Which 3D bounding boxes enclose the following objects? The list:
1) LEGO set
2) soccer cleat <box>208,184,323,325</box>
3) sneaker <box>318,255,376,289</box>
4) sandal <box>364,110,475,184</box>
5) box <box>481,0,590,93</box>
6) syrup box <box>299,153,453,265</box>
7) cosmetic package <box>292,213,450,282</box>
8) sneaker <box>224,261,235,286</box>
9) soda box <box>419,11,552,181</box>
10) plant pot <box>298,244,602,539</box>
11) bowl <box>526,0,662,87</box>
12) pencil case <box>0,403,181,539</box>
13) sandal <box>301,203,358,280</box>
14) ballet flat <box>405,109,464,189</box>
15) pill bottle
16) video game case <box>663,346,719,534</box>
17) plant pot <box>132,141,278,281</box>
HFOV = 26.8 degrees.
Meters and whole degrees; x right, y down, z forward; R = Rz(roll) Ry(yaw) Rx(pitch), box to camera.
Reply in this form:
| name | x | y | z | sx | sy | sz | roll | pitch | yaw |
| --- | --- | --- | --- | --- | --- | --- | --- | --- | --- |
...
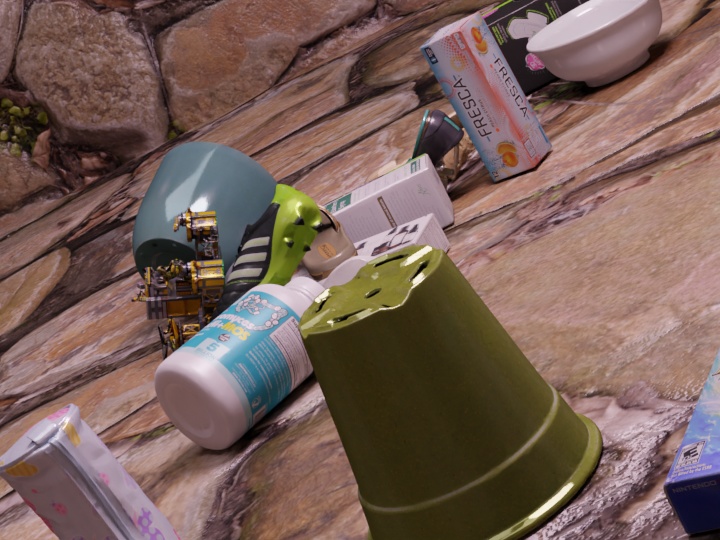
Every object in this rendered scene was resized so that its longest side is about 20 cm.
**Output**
| name | x | y | z | sx | sy | sz | roll | pitch | yaw |
| --- | --- | --- | --- | --- | --- | --- | --- | --- | --- |
| LEGO set | -0.231 | 0.016 | 1.888 | 0.116 | 0.154 | 0.200 | -4 | 37 | -7 |
| soccer cleat | -0.112 | -0.001 | 1.663 | 0.200 | 0.068 | 0.081 | -58 | 42 | 10 |
| sneaker | -0.042 | 0.043 | 1.700 | 0.200 | 0.075 | 0.088 | -26 | -5 | 25 |
| sandal | 0.105 | -0.140 | 2.037 | 0.212 | 0.078 | 0.070 | -33 | 46 | 13 |
| box | 0.258 | -0.352 | 2.289 | 0.200 | 0.124 | 0.149 | -26 | 15 | 6 |
| syrup box | 0.011 | -0.060 | 1.878 | 0.200 | 0.081 | 0.079 | -25 | 15 | 10 |
| cosmetic package | 0.000 | 0.000 | 1.765 | 0.200 | 0.051 | 0.083 | -21 | 16 | 27 |
| sneaker | -0.124 | 0.002 | 1.968 | 0.096 | 0.079 | 0.200 | -31 | 4 | 34 |
| soda box | 0.158 | -0.215 | 1.882 | 0.068 | 0.200 | 0.064 | -18 | 19 | 38 |
| plant pot | 0.050 | 0.090 | 1.127 | 0.200 | 0.190 | 0.200 | -27 | 16 | 9 |
| bowl | 0.338 | -0.315 | 2.088 | 0.201 | 0.090 | 0.201 | -26 | 15 | 8 |
| pencil case | -0.204 | 0.203 | 1.212 | 0.083 | 0.200 | 0.091 | -39 | 10 | -9 |
| sandal | -0.062 | -0.046 | 1.780 | 0.080 | 0.054 | 0.200 | -34 | 27 | -7 |
| ballet flat | 0.087 | -0.128 | 1.952 | 0.073 | 0.073 | 0.200 | -41 | -15 | -35 |
| pill bottle | -0.111 | 0.088 | 1.570 | 0.111 | 0.111 | 0.200 | -11 | 24 | 49 |
| video game case | 0.309 | 0.081 | 0.963 | 0.200 | 0.045 | 0.181 | -19 | 17 | 34 |
| plant pot | -0.218 | -0.049 | 2.064 | 0.201 | 0.201 | 0.161 | -17 | 32 | 38 |
